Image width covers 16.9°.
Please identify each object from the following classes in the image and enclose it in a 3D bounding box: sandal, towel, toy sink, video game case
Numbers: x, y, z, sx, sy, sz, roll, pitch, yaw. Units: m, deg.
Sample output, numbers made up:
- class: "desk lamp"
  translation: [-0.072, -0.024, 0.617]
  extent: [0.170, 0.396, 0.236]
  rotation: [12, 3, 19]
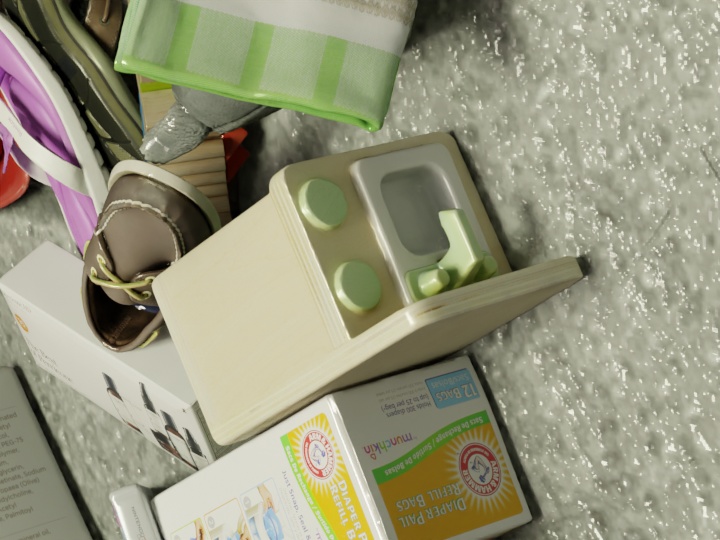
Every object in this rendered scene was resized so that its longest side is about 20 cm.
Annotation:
- class: "sandal"
  translation: [-0.202, -0.072, 1.547]
  extent: [0.204, 0.050, 0.082]
  rotation: [62, 154, -8]
- class: "sandal"
  translation: [-0.173, -0.151, 1.525]
  extent: [0.202, 0.057, 0.080]
  rotation: [60, 159, -10]
- class: "towel"
  translation: [-0.036, -0.183, 1.248]
  extent: [0.031, 0.148, 0.201]
  rotation: [91, -169, -77]
- class: "toy sink"
  translation: [0.000, 0.000, 1.321]
  extent: [0.200, 0.130, 0.113]
  rotation: [-33, 77, 49]
- class: "video game case"
  translation: [-0.114, 0.223, 1.520]
  extent: [0.200, 0.024, 0.183]
  rotation: [115, 135, -84]

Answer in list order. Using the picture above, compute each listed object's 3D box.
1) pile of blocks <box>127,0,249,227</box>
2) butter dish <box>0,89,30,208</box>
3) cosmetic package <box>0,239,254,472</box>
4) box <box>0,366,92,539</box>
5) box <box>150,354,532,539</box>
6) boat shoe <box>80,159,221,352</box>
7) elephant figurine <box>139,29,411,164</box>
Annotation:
- class: "pile of blocks"
  translation: [-0.101, -0.097, 1.453]
  extent: [0.082, 0.062, 0.201]
  rotation: [-106, 10, -50]
- class: "butter dish"
  translation: [-0.343, -0.116, 1.653]
  extent: [0.199, 0.147, 0.201]
  rotation: [-17, 89, 50]
- class: "cosmetic package"
  translation: [-0.145, 0.059, 1.540]
  extent: [0.199, 0.051, 0.083]
  rotation: [29, 148, 40]
- class: "box"
  translation: [-0.326, 0.200, 1.699]
  extent: [0.199, 0.199, 0.172]
  rotation: [-43, 68, 47]
- class: "box"
  translation: [-0.014, 0.137, 1.392]
  extent: [0.200, 0.112, 0.102]
  rotation: [-33, 75, 49]
- class: "boat shoe"
  translation: [-0.128, -0.005, 1.412]
  extent: [0.072, 0.060, 0.200]
  rotation: [28, 160, 0]
- class: "elephant figurine"
  translation: [-0.065, -0.189, 1.323]
  extent: [0.141, 0.155, 0.201]
  rotation: [-22, 93, 51]
